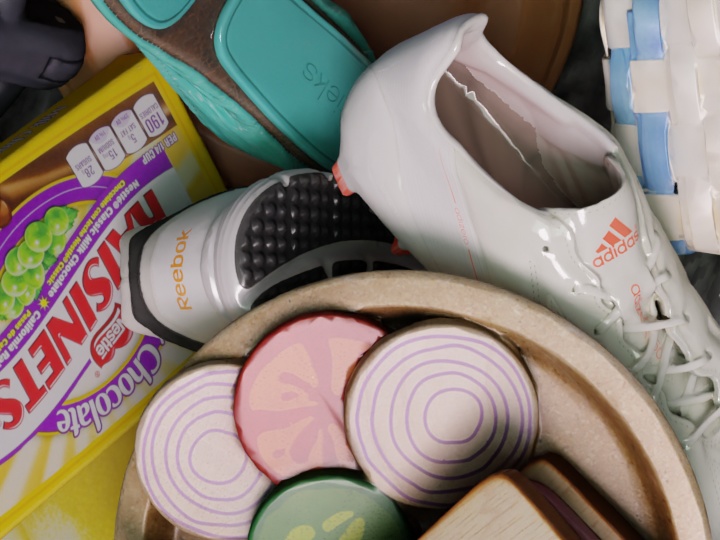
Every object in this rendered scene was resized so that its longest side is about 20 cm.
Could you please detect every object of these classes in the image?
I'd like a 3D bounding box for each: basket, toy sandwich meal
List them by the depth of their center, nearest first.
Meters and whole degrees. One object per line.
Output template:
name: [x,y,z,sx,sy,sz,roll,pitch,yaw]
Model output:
toy sandwich meal: [0.015,0.101,0.758,0.204,0.070,0.206,2,99,12]
basket: [0.182,-0.071,0.827,0.199,0.176,0.140,0,107,15]

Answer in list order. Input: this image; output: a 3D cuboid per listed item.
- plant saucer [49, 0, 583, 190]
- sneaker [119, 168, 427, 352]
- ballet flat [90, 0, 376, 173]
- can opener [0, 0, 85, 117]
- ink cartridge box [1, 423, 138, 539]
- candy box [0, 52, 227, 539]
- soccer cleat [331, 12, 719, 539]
plant saucer: [-0.021,-0.104,0.898,0.199,0.037,0.201,1,109,2]
sneaker: [0.000,0.000,0.880,0.080,0.200,0.074,-6,80,40]
ballet flat: [-0.062,-0.096,0.812,0.067,0.070,0.200,-58,140,-15]
can opener: [-0.173,-0.092,0.830,0.200,0.063,0.079,18,105,-47]
ink cartridge box: [-0.152,0.050,0.854,0.200,0.198,0.047,22,153,-29]
candy box: [-0.113,0.019,0.838,0.026,0.200,0.102,-4,119,45]
soccer cleat: [0.073,0.009,0.792,0.200,0.069,0.078,47,142,-2]
